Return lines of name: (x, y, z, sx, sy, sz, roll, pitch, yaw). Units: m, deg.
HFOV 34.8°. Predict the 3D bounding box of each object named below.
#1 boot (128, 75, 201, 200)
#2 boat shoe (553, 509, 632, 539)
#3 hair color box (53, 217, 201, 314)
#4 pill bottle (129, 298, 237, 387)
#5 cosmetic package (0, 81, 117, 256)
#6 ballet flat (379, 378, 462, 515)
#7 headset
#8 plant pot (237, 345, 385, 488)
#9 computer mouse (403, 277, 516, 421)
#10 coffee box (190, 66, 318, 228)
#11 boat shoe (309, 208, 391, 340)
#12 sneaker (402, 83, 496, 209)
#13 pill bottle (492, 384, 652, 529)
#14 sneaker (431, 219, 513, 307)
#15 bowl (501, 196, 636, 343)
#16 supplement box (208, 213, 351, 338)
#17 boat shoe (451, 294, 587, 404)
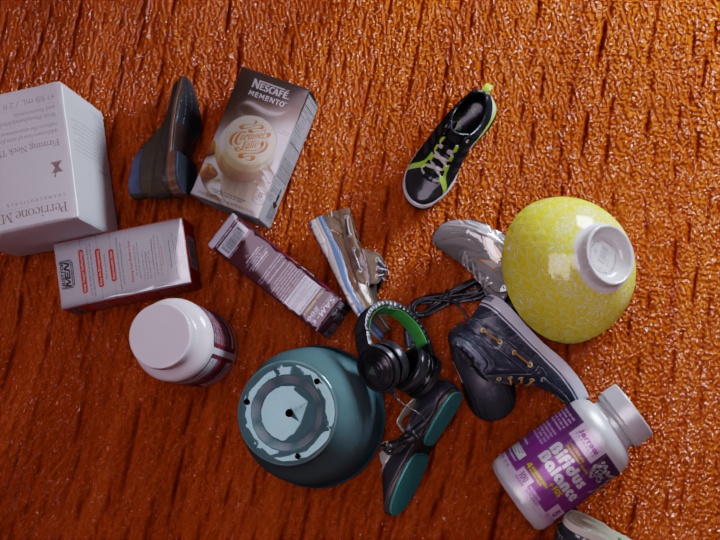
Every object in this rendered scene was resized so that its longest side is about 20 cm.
boot: (-0.293, -0.194, 1.693, 0.096, 0.075, 0.202, -12, 60, 21)
boat shoe: (0.348, 0.393, 1.520, 0.199, 0.072, 0.068, 26, 102, 11)
hair color box: (-0.340, -0.006, 1.680, 0.198, 0.061, 0.103, -11, 80, 5)
pill bottle: (-0.245, 0.099, 1.579, 0.112, 0.200, 0.114, -1, 80, 8)
cosmetic package: (-0.466, -0.142, 1.667, 0.166, 0.166, 0.202, -11, 81, 6)
ballet flat: (0.070, 0.237, 1.585, 0.073, 0.073, 0.201, 28, 91, 11)
headset: (0.045, 0.141, 1.545, 0.094, 0.123, 0.202, -37, 52, 39)
plant pot: (-0.079, 0.194, 1.543, 0.198, 0.188, 0.202, -2, 82, 11)
computer mouse: (0.134, 0.116, 1.599, 0.139, 0.046, 0.202, -13, 80, 5)
coffee box: (-0.152, -0.178, 1.670, 0.113, 0.080, 0.202, 20, 85, 11)
boat shoe: (0.000, 0.000, 1.624, 0.072, 0.072, 0.201, -29, 78, 2)
sneaker: (0.122, -0.182, 1.629, 0.071, 0.083, 0.201, 33, 87, 12)
pill bottle: (0.283, 0.243, 1.521, 0.199, 0.112, 0.113, -38, 78, 4)
sneaker: (0.183, 0.001, 1.586, 0.199, 0.076, 0.092, 23, 66, 12)
bowl: (0.298, -0.010, 1.518, 0.198, 0.107, 0.202, 7, 75, -27)
supplement box: (-0.112, 0.010, 1.621, 0.199, 0.109, 0.061, 38, 88, 11)
boat shoe: (0.212, 0.132, 1.550, 0.200, 0.071, 0.091, 44, 79, -9)
